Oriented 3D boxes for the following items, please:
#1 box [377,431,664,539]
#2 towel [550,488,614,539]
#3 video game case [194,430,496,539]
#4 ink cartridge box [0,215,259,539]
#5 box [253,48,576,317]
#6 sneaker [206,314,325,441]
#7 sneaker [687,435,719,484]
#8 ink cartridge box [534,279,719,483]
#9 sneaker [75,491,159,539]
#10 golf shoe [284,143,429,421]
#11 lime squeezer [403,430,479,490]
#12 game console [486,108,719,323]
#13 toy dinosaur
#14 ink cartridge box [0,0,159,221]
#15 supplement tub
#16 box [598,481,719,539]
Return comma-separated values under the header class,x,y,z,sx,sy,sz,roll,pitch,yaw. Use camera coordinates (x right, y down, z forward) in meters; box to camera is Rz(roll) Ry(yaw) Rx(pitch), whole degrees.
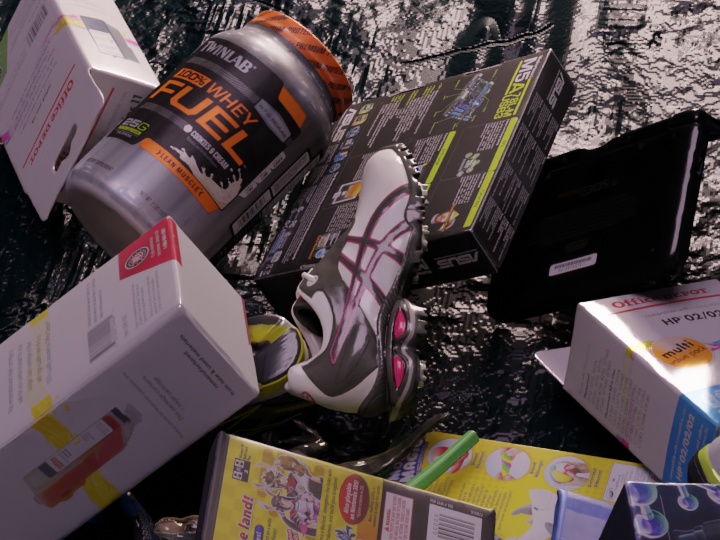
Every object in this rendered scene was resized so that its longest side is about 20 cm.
class,x,y,z,sx,sy,sz,roll,pitch,yaw
box,0.100,0.167,1.546,0.199,0.048,0.118,10,46,16
towel,0.203,0.209,1.452,0.199,0.024,0.147,16,48,-1
video game case,-0.013,0.200,1.432,0.180,0.026,0.200,17,46,-10
ink cartridge box,-0.170,0.078,1.557,0.200,0.083,0.145,-36,24,9
box,0.040,-0.062,1.747,0.193,0.048,0.200,-11,37,33
sneaker,-0.108,0.089,1.652,0.199,0.085,0.075,-9,53,32
sneaker,0.286,0.126,1.470,0.200,0.083,0.072,13,35,-36
ink cartridge box,0.211,0.067,1.579,0.115,0.068,0.200,-9,31,-28
sneaker,-0.162,0.217,1.513,0.075,0.079,0.200,-6,43,4
golf shoe,0.000,0.000,1.586,0.088,0.077,0.201,5,57,-3
lime squeezer,-0.010,0.164,1.532,0.200,0.038,0.071,-29,0,7
game console,0.201,-0.041,1.693,0.200,0.116,0.176,-18,54,54
toy dinosaur,-0.044,0.136,1.575,0.200,0.048,0.088,-25,16,-17
ink cartridge box,-0.215,-0.126,1.845,0.067,0.117,0.200,15,27,-32
supplement tub,-0.106,-0.088,1.773,0.122,0.123,0.200,30,67,34
box,0.239,0.209,1.374,0.199,0.107,0.149,2,50,-12
